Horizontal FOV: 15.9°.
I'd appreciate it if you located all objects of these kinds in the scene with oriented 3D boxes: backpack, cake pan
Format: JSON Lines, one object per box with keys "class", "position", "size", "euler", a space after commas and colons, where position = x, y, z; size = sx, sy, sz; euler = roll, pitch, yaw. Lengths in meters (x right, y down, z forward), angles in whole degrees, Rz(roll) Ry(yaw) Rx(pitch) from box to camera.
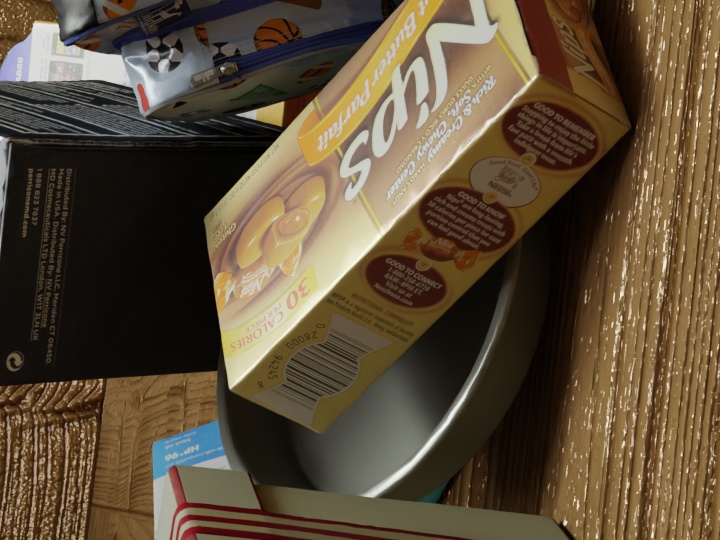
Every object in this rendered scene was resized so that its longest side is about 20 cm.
{"class": "backpack", "position": [-0.044, -0.154, 1.187], "size": [0.154, 0.190, 0.200], "euler": [65, -172, -4]}
{"class": "cake pan", "position": [0.012, 0.020, 1.139], "size": [0.200, 0.037, 0.200], "euler": [-31, 47, 40]}

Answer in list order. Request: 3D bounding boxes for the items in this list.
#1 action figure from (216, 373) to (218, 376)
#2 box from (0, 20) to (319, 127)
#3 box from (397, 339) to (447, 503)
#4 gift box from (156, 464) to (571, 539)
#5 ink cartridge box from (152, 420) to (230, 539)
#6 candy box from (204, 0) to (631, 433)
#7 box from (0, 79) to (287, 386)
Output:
{"class": "action figure", "position": [-0.088, -0.037, 1.469], "size": [0.102, 0.119, 0.200], "euler": [1, -115, -66]}
{"class": "box", "position": [-0.114, -0.071, 1.404], "size": [0.041, 0.200, 0.119], "euler": [-2, -80, -55]}
{"class": "box", "position": [0.022, 0.063, 1.254], "size": [0.200, 0.049, 0.082], "euler": [114, 161, -58]}
{"class": "gift box", "position": [-0.012, 0.191, 0.963], "size": [0.185, 0.187, 0.200], "euler": [-149, 68, -80]}
{"class": "ink cartridge box", "position": [-0.072, 0.193, 1.513], "size": [0.200, 0.068, 0.116], "euler": [-98, -13, -56]}
{"class": "candy box", "position": [0.018, -0.040, 1.081], "size": [0.200, 0.055, 0.116], "euler": [-45, 35, 26]}
{"class": "box", "position": [-0.152, -0.024, 1.266], "size": [0.200, 0.198, 0.123], "euler": [18, 105, 46]}
